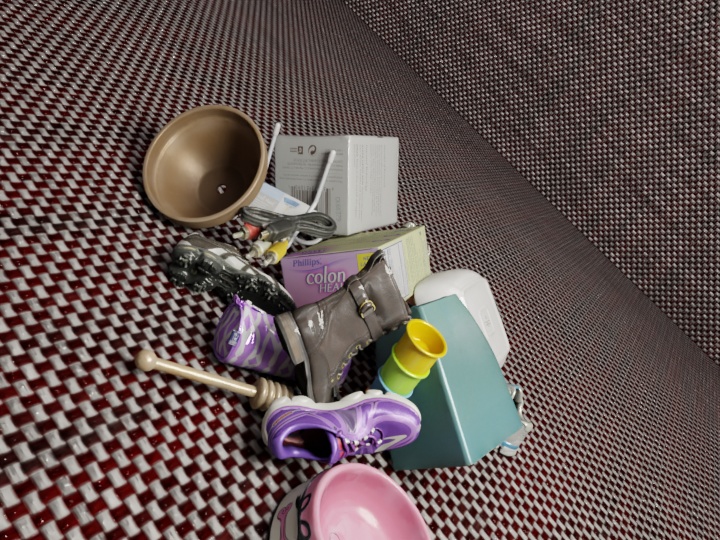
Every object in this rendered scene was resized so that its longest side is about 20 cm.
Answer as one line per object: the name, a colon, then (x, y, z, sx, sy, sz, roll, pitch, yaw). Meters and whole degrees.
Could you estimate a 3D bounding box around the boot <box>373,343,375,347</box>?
boot: (0.105, 0.128, 1.032, 0.204, 0.075, 0.167, 62, 30, -1)

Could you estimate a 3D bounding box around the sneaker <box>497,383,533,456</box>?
sneaker: (0.245, 0.219, 1.099, 0.074, 0.087, 0.202, 13, 36, -38)

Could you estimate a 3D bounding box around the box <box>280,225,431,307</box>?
box: (0.000, 0.000, 0.994, 0.199, 0.171, 0.100, -26, 109, -62)

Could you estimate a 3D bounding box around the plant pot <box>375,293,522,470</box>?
plant pot: (0.106, 0.148, 0.859, 0.139, 0.140, 0.206, -13, 84, -45)

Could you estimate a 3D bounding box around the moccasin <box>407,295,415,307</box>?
moccasin: (0.083, 0.049, 1.139, 0.199, 0.074, 0.078, 38, 50, -4)

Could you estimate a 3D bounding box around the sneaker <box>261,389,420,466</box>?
sneaker: (-0.017, 0.197, 0.725, 0.194, 0.083, 0.083, -1, 17, -16)

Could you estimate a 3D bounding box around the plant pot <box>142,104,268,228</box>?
plant pot: (-0.233, -0.148, 0.977, 0.202, 0.199, 0.093, 51, -7, 23)

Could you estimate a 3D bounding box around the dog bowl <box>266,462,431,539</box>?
dog bowl: (-0.001, 0.304, 0.672, 0.197, 0.074, 0.202, 31, 28, -18)

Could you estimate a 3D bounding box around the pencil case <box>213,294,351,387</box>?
pencil case: (-0.102, 0.100, 0.831, 0.197, 0.088, 0.083, 23, -6, -35)

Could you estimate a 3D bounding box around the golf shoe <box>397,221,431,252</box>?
golf shoe: (0.111, -0.008, 1.266, 0.076, 0.088, 0.203, 10, 41, -46)

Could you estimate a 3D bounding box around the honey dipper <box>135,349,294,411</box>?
honey dipper: (-0.170, 0.130, 0.734, 0.197, 0.038, 0.038, 26, 30, -29)

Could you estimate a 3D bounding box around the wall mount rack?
wall mount rack: (-0.131, -0.140, 1.047, 0.196, 0.176, 0.075, 27, -17, 13)

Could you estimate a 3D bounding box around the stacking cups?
stacking cups: (0.036, 0.152, 0.801, 0.059, 0.202, 0.061, 22, 34, -16)

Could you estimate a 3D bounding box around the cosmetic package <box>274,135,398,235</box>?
cosmetic package: (-0.040, -0.165, 1.153, 0.161, 0.171, 0.199, 7, 13, 27)

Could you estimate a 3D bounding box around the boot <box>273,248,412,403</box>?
boot: (-0.007, 0.094, 0.785, 0.171, 0.204, 0.069, -26, 31, -15)

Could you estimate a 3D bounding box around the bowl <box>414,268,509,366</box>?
bowl: (0.176, 0.094, 1.012, 0.198, 0.073, 0.205, -16, 86, -59)

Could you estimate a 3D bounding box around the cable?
cable: (-0.118, -0.062, 0.954, 0.097, 0.051, 0.199, 41, 27, 15)

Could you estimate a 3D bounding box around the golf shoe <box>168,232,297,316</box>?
golf shoe: (-0.174, 0.005, 0.891, 0.197, 0.078, 0.096, 31, 28, -19)
